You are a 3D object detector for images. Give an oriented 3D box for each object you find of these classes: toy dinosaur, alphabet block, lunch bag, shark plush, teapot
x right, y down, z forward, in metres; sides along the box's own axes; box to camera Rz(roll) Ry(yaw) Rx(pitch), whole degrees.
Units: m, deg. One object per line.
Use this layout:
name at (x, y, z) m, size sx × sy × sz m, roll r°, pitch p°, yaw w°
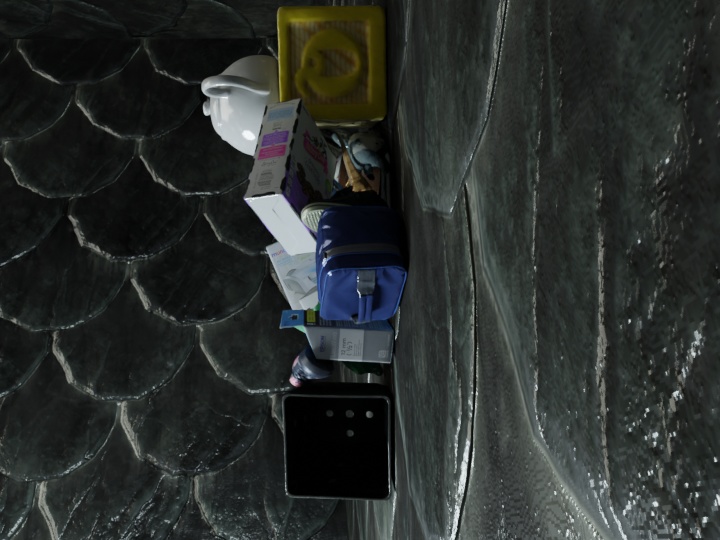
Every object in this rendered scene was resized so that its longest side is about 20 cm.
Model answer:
toy dinosaur at (-0.004, -0.159, 1.325) m, size 0.106 × 0.060 × 0.201 m, roll -20°, pitch 100°, yaw 57°
alphabet block at (-0.055, -0.368, 1.327) m, size 0.200 × 0.194 × 0.198 m, roll -129°, pitch 36°, yaw -81°
lunch bag at (-0.004, 0.005, 1.146) m, size 0.200 × 0.135 × 0.133 m, roll 98°, pitch 170°, yaw -58°
shark plush at (0.023, -0.206, 1.313) m, size 0.200 × 0.090 × 0.084 m, roll 29°, pitch 125°, yaw 54°
teapot at (-0.219, -0.305, 1.331) m, size 0.198 × 0.145 × 0.201 m, roll -98°, pitch 8°, yaw -50°

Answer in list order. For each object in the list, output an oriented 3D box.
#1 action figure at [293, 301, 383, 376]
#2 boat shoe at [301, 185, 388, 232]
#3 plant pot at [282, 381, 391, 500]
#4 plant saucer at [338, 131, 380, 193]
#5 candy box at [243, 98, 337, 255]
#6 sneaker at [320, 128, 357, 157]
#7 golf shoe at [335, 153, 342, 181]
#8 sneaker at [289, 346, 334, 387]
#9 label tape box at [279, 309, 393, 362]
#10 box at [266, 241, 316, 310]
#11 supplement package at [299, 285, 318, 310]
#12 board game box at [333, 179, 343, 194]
action figure at (-0.025, 0.139, 1.420) m, size 0.200 × 0.118 × 0.055 m, roll 48°, pitch -169°, yaw -11°
boat shoe at (-0.028, -0.104, 1.191) m, size 0.075 × 0.199 × 0.063 m, roll -37°, pitch 71°, yaw 38°
plant pot at (-0.034, 0.310, 1.390) m, size 0.177 × 0.198 × 0.201 m, roll -56°, pitch -35°, yaw -79°
plant saucer at (-0.009, -0.186, 1.478) m, size 0.200 × 0.034 × 0.202 m, roll -179°, pitch 90°, yaw -71°
candy box at (-0.111, -0.156, 1.208) m, size 0.168 × 0.071 × 0.201 m, roll 55°, pitch -145°, yaw -52°
sneaker at (-0.035, -0.297, 1.484) m, size 0.201 × 0.075 × 0.081 m, roll -54°, pitch -9°, yaw -5°
golf shoe at (-0.067, -0.243, 1.573) m, size 0.092 × 0.072 × 0.201 m, roll -7°, pitch -67°, yaw -76°
sneaker at (-0.096, 0.188, 1.328) m, size 0.070 × 0.082 × 0.200 m, roll 43°, pitch 178°, yaw 4°
label tape box at (-0.046, 0.118, 1.311) m, size 0.143 × 0.198 × 0.067 m, roll -120°, pitch 32°, yaw -81°
box at (-0.110, -0.016, 1.775) m, size 0.097 × 0.199 × 0.177 m, roll 172°, pitch 75°, yaw -84°
supplement package at (-0.049, 0.075, 1.544) m, size 0.114 × 0.109 × 0.200 m, roll 63°, pitch -175°, yaw -2°
board game box at (-0.111, -0.199, 1.453) m, size 0.151 × 0.047 × 0.200 m, roll 42°, pitch 179°, yaw -37°
